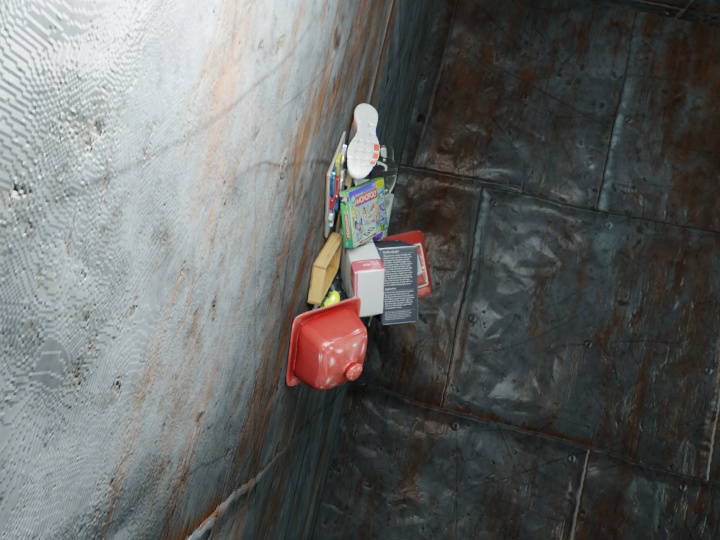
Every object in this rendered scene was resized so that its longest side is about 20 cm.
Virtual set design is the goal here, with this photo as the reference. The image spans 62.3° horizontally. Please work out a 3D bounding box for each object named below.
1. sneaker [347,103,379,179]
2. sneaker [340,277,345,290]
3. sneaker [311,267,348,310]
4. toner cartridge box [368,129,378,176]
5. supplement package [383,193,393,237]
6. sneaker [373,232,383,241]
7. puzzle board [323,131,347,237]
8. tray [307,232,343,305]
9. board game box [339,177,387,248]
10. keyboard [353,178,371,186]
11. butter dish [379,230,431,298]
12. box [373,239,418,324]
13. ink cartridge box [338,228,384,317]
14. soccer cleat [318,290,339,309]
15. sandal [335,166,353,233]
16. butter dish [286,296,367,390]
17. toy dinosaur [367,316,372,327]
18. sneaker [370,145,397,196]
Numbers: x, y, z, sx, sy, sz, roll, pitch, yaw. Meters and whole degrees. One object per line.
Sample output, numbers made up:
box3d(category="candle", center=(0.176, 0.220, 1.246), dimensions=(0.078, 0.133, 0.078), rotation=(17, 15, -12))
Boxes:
box3d(category="sneaker", center=(0.002, -0.299, 1.434), dimensions=(0.082, 0.076, 0.204), rotation=(130, -28, -63))
box3d(category="sneaker", center=(-0.038, 0.075, 1.789), dimensions=(0.201, 0.102, 0.077), rotation=(86, 15, -74))
box3d(category="sneaker", center=(-0.066, 0.073, 1.556), dimensions=(0.077, 0.086, 0.202), rotation=(97, 7, -48))
box3d(category="toner cartridge box", center=(0.021, -0.344, 1.719), dimensions=(0.200, 0.042, 0.097), rotation=(59, 45, -82))
box3d(category="supplement package", center=(0.026, -0.137, 1.863), dimensions=(0.122, 0.117, 0.203), rotation=(-72, 173, -47))
box3d(category="sneaker", center=(0.011, -0.178, 1.686), dimensions=(0.100, 0.068, 0.203), rotation=(70, 2, -56))
box3d(category="puzzle board", center=(-0.056, -0.197, 1.392), dimensions=(0.202, 0.017, 0.153), rotation=(97, 8, -51))
box3d(category="tray", center=(-0.084, -0.008, 1.453), dimensions=(0.201, 0.036, 0.100), rotation=(-69, 170, -63))
box3d(category="board game box", center=(0.011, -0.148, 1.495), dimensions=(0.199, 0.029, 0.138), rotation=(-34, 123, -57))
box3d(category="keyboard", center=(0.014, -0.214, 1.581), dimensions=(0.200, 0.010, 0.058), rotation=(-24, 106, -74))
box3d(category="butter dish", center=(0.103, -0.004, 1.810), dimensions=(0.197, 0.146, 0.204), rotation=(-14, 94, -40))
box3d(category="box", center=(0.085, 0.028, 1.607), dimensions=(0.148, 0.105, 0.205), rotation=(-148, -125, -75))
box3d(category="ink cartridge box", center=(0.000, 0.000, 1.543), dimensions=(0.201, 0.083, 0.148), rotation=(-113, -161, -51))
box3d(category="soccer cleat", center=(-0.080, 0.141, 1.445), dimensions=(0.065, 0.082, 0.203), rotation=(-63, 176, -68))
box3d(category="sandal", center=(-0.017, -0.175, 1.579), dimensions=(0.078, 0.068, 0.216), rotation=(-65, 167, -66))
box3d(category="butter dish", center=(-0.052, 0.189, 1.334), dimensions=(0.197, 0.147, 0.203), rotation=(-15, 129, -37))
box3d(category="toy dinosaur", center=(0.018, 0.052, 1.707), dimensions=(0.088, 0.046, 0.204), rotation=(50, 36, -61))
box3d(category="sneaker", center=(0.076, -0.249, 1.669), dimensions=(0.117, 0.074, 0.203), rotation=(74, 15, -44))
